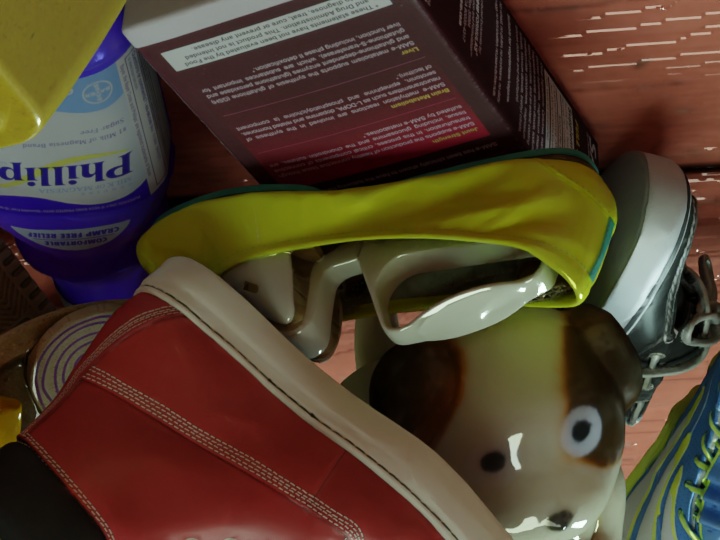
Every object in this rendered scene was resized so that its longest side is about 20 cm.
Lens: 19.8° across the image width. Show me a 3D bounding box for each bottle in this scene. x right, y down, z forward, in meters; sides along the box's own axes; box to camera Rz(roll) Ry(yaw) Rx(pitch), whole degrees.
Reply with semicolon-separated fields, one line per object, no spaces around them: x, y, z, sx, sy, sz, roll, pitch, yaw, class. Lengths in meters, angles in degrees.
-0.117;-0.050;0.823;0.083;0.066;0.201;-2;145;3;bottle

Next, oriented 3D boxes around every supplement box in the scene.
0.008;-0.069;0.796;0.108;0.061;0.200;-13;142;24;supplement box

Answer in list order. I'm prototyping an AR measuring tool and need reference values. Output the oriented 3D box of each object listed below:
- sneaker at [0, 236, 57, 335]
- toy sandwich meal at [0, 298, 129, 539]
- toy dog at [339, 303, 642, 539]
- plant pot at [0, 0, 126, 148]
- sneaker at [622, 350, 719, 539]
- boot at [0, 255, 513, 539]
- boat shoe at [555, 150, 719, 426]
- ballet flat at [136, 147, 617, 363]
-0.160;0.049;0.900;0.201;0.071;0.112;59;156;-15;sneaker
-0.098;0.113;0.830;0.204;0.070;0.207;-6;107;-19;toy sandwich meal
0.054;0.080;0.882;0.138;0.195;0.200;0;161;-12;toy dog
-0.173;-0.132;0.609;0.199;0.177;0.200;-11;143;19;plant pot
0.160;0.074;0.906;0.076;0.201;0.105;34;-176;24;sneaker
-0.041;0.108;0.751;0.200;0.144;0.073;37;158;11;boot
0.124;0.017;0.905;0.068;0.074;0.200;9;145;-4;boat shoe
0.000;0.000;0.784;0.199;0.067;0.067;-8;145;21;ballet flat
